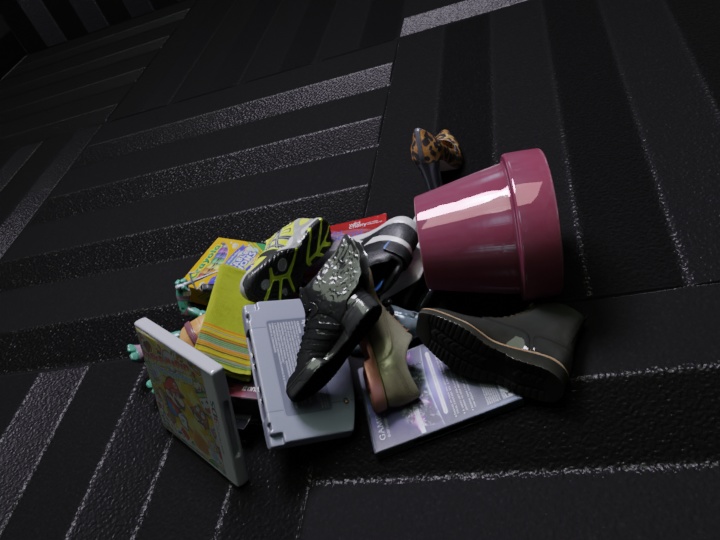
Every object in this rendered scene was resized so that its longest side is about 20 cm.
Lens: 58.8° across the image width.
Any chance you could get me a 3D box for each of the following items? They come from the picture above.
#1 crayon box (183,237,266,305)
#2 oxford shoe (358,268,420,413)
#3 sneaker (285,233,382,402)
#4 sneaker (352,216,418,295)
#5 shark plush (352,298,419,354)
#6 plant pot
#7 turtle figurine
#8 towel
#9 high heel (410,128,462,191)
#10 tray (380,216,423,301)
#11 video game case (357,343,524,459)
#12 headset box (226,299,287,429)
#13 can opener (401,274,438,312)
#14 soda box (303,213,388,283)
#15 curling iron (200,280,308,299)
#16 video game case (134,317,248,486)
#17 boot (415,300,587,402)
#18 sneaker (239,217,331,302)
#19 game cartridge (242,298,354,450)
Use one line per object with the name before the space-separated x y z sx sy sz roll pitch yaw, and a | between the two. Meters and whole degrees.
crayon box | -0.237 0.007 1.156 0.197 0.052 0.127 8 50 35
oxford shoe | 0.029 0.083 0.854 0.072 0.071 0.204 -10 75 -5
sneaker | -0.047 0.061 0.815 0.201 0.060 0.104 -49 65 8
sneaker | 0.000 0.000 0.964 0.199 0.073 0.113 -34 21 43
shark plush | 0.040 0.073 0.903 0.197 0.084 0.091 13 53 41
plant pot | 0.169 -0.051 0.870 0.175 0.203 0.202 -9 41 8
turtle figurine | -0.268 0.102 1.028 0.199 0.101 0.150 -39 57 -2
towel | -0.183 0.067 0.926 0.084 0.018 0.202 20 39 -15
high heel | 0.135 -0.236 1.149 0.070 0.144 0.202 -6 43 21
tray | 0.090 -0.046 1.019 0.107 0.022 0.202 -36 21 52
video game case | 0.098 0.152 0.844 0.196 0.019 0.144 -22 39 6
headset box | -0.152 0.141 0.943 0.146 0.076 0.202 -2 45 27
can opener | 0.122 -0.020 0.987 0.063 0.079 0.201 24 69 35
soda box | -0.040 -0.032 1.083 0.196 0.064 0.071 -10 42 17
curling iron | -0.164 0.031 1.022 0.197 0.026 0.049 -1 28 -39
video game case | -0.232 0.176 0.868 0.023 0.186 0.198 -28 34 -37
boot | 0.184 0.074 0.825 0.197 0.079 0.139 26 46 19
sneaker | -0.124 -0.015 1.000 0.075 0.077 0.200 6 34 34
game cartridge | -0.080 0.133 0.862 0.130 0.041 0.203 -4 59 -21
